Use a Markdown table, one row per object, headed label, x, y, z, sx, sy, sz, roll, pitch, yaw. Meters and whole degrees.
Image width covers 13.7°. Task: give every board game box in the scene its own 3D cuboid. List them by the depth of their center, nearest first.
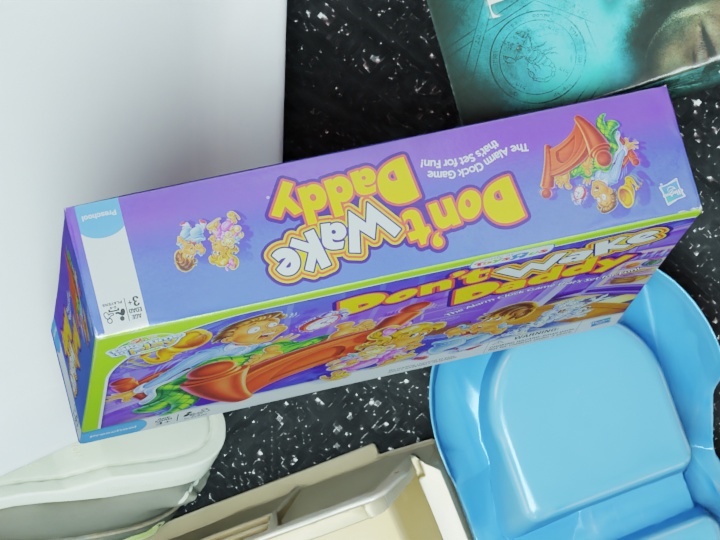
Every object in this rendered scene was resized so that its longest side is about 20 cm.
| label | x | y | z | sx | sy | sz | roll | pitch | yaw |
| --- | --- | --- | --- | --- | --- | --- | --- | --- | --- |
| board game box | 0.000 | 0.000 | 0.996 | 0.199 | 0.135 | 0.045 | -12 | 75 | -11 |
| board game box | 0.075 | -0.151 | 1.005 | 0.135 | 0.028 | 0.201 | -18 | 73 | 8 |

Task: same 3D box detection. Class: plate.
| label | x | y | z | sx | sy | sz | roll | pitch | yaw |
| --- | --- | --- | --- | --- | --- | --- | --- | --- | --- |
| plate | -0.106 | -0.032 | 1.045 | 0.032 | 0.199 | 0.201 | 24 | 124 | 38 |

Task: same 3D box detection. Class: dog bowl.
| label | x | y | z | sx | sy | sz | roll | pitch | yaw |
| --- | --- | --- | --- | --- | --- | --- | --- | --- | --- |
| dog bowl | 0.091 | 0.092 | 1.096 | 0.111 | 0.050 | 0.201 | -19 | 87 | -10 |

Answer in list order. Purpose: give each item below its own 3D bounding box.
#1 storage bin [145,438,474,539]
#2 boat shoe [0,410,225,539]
| label | x | y | z | sx | sy | sz | roll | pitch | yaw |
| --- | --- | --- | --- | --- | --- | --- | --- | --- | --- |
| storage bin | -0.028 | 0.191 | 1.129 | 0.198 | 0.094 | 0.201 | -21 | 99 | 9 |
| boat shoe | -0.150 | 0.075 | 1.095 | 0.201 | 0.072 | 0.060 | -2 | 141 | -25 |
